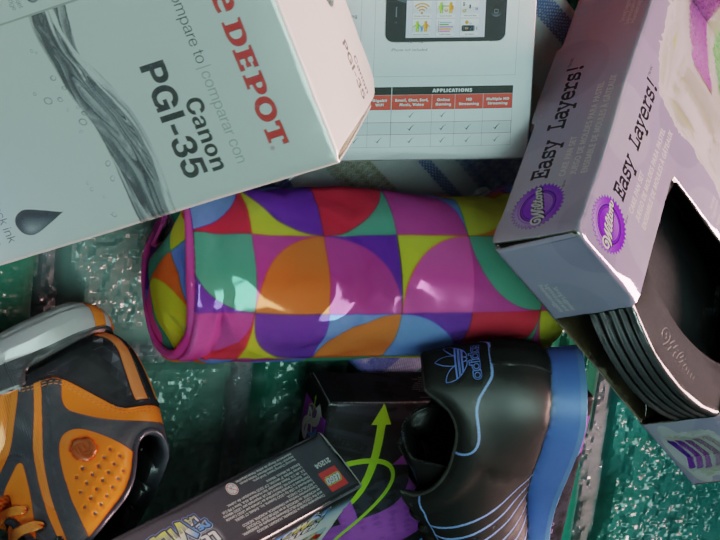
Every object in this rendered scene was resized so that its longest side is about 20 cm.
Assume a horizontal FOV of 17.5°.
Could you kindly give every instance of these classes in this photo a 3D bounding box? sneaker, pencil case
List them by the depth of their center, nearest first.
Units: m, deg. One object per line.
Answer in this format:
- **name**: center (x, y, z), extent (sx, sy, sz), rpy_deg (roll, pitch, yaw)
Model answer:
- **sneaker**: center (-0.177, 0.105, 1.050), extent (0.200, 0.112, 0.078), rpy_deg (-30, 162, -5)
- **pencil case**: center (0.000, 0.000, 1.075), extent (0.199, 0.088, 0.089), rpy_deg (-1, 112, -24)
- **sneaker**: center (0.053, 0.107, 1.111), extent (0.078, 0.070, 0.200), rpy_deg (4, 131, -6)

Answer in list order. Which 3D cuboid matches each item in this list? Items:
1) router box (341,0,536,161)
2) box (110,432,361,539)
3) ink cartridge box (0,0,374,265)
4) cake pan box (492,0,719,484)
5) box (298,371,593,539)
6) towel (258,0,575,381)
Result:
- **router box**: center (-0.021, -0.138, 1.024), extent (0.199, 0.049, 0.180), rpy_deg (0, 113, -7)
- **box**: center (-0.097, 0.151, 1.074), extent (0.200, 0.035, 0.110), rpy_deg (-24, 157, -42)
- **ink cartridge box**: center (-0.114, -0.094, 0.958), extent (0.199, 0.083, 0.147), rpy_deg (-16, 108, 17)
- **cake pan box**: center (0.148, -0.027, 1.088), extent (0.184, 0.052, 0.200), rpy_deg (48, 47, -31)
- **box**: center (0.031, 0.145, 1.190), extent (0.142, 0.036, 0.201), rpy_deg (-1, 118, -20)
- **towel**: center (0.041, -0.048, 1.126), extent (0.200, 0.024, 0.147), rpy_deg (-43, 122, 3)
